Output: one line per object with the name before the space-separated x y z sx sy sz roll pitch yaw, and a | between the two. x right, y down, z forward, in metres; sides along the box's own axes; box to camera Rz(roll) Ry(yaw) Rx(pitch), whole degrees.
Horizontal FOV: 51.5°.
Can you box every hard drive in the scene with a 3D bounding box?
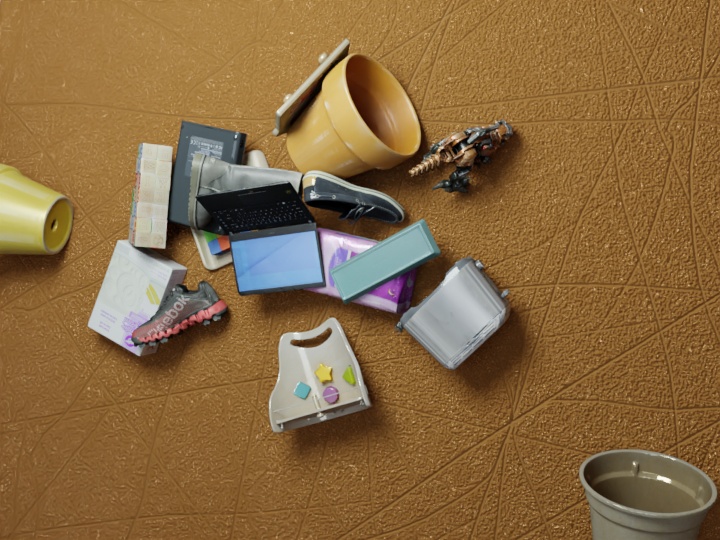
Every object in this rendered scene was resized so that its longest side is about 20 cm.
hard drive | -0.301 -0.179 1.448 0.140 0.033 0.200 15 99 22

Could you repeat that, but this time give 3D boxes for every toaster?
toaster | 0.164 0.081 1.293 0.200 0.114 0.129 -45 80 14

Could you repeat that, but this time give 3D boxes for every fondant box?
fondant box | -0.463 0.056 1.547 0.144 0.058 0.200 26 101 17

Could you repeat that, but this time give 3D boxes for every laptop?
laptop | -0.173 -0.052 1.317 0.177 0.200 0.103 -7 60 15

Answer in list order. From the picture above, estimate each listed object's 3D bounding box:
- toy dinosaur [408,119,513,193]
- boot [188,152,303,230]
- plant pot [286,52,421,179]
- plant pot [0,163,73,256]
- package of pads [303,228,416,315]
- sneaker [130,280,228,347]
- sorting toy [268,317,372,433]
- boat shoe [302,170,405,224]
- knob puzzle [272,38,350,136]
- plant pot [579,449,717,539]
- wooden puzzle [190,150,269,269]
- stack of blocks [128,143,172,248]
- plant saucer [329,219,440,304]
toy dinosaur | 0.164 -0.203 1.265 0.200 0.136 0.102 -3 72 -21
boot | -0.209 -0.127 1.364 0.200 0.073 0.182 10 138 -6
plant pot | -0.026 -0.248 1.319 0.183 0.200 0.200 -27 83 34
plant pot | -0.724 -0.115 1.572 0.189 0.201 0.201 13 96 4
package of pads | 0.000 0.000 1.369 0.200 0.076 0.121 14 99 19
sneaker | -0.370 0.083 1.482 0.200 0.071 0.098 -24 95 0
sorting toy | -0.076 0.189 1.397 0.200 0.107 0.180 -19 78 20
boat shoe | -0.014 -0.116 1.330 0.075 0.200 0.062 -30 46 58
knob puzzle | -0.094 -0.319 1.330 0.030 0.220 0.220 41 105 -2
plant pot | 0.444 0.411 1.178 0.200 0.200 0.184 4 105 20
wooden puzzle | -0.255 -0.118 1.471 0.200 0.046 0.185 -22 84 19
stack of blocks | -0.419 -0.149 1.489 0.059 0.115 0.200 4 95 -23
plant saucer | 0.038 -0.014 1.305 0.200 0.019 0.070 -28 82 18
